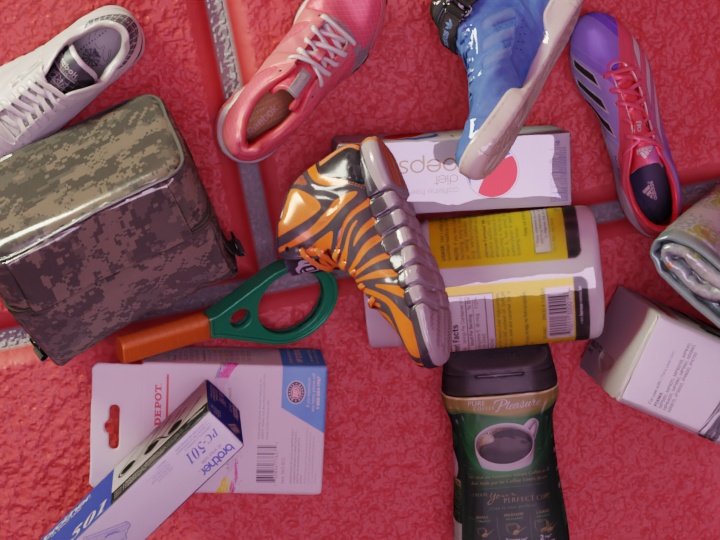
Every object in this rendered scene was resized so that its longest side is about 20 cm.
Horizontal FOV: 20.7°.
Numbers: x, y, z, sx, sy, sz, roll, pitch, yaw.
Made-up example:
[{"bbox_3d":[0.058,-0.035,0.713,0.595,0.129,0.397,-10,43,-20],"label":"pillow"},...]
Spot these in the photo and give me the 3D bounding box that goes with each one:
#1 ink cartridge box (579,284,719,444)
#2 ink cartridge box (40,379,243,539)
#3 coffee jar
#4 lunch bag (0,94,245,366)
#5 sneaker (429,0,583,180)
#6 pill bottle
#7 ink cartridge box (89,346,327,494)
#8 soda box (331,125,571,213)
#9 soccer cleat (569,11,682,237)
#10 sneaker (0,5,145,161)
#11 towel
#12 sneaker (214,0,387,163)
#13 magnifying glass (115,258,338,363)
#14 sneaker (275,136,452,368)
[{"bbox_3d":[0.305,0.097,1.691,0.199,0.144,0.084,22,96,-10],"label":"ink cartridge box"},{"bbox_3d":[-0.181,0.183,1.616,0.200,0.094,0.044,-44,103,6],"label":"ink cartridge box"},{"bbox_3d":[0.126,0.158,1.714,0.104,0.085,0.201,-4,101,2],"label":"coffee jar"},{"bbox_3d":[-0.210,-0.022,1.622,0.199,0.140,0.168,-26,130,-1],"label":"lunch bag"},{"bbox_3d":[0.096,-0.172,1.625,0.111,0.077,0.201,25,67,9],"label":"sneaker"},{"bbox_3d":[0.102,0.009,1.667,0.199,0.114,0.115,-5,101,2],"label":"pill bottle"},{"bbox_3d":[-0.131,0.127,1.692,0.199,0.068,0.116,2,101,-6],"label":"ink cartridge box"},{"bbox_3d":[0.077,-0.085,1.674,0.199,0.068,0.064,-3,100,-6],"label":"soda box"},{"bbox_3d":[0.231,-0.124,1.678,0.066,0.076,0.201,-18,102,-2],"label":"soccer cleat"},{"bbox_3d":[-0.264,-0.146,1.623,0.200,0.081,0.076,-42,103,4],"label":"sneaker"},{"bbox_3d":[0.347,0.018,1.649,0.200,0.171,0.048,44,121,9],"label":"towel"},{"bbox_3d":[-0.042,-0.165,1.638,0.074,0.087,0.200,38,95,-12],"label":"sneaker"},{"bbox_3d":[-0.111,0.040,1.667,0.199,0.022,0.080,-17,128,-23],"label":"magnifying glass"},{"bbox_3d":[0.000,0.000,1.597,0.112,0.078,0.201,-24,68,14],"label":"sneaker"}]
